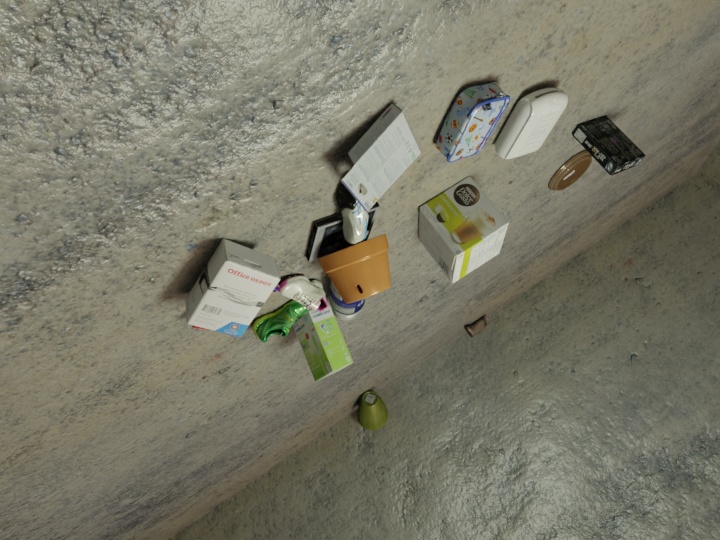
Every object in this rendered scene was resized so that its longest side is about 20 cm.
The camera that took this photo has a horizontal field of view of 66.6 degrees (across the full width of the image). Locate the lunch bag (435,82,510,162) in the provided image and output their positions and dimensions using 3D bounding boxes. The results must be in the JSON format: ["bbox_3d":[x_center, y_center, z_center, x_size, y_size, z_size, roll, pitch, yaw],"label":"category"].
[{"bbox_3d":[0.282,-0.368,1.360,0.158,0.076,0.201,-21,154,-34],"label":"lunch bag"}]

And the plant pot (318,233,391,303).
[{"bbox_3d":[0.000,0.000,1.495,0.196,0.143,0.200,-21,-179,1],"label":"plant pot"}]

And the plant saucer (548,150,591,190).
[{"bbox_3d":[0.809,-0.377,2.104,0.197,0.030,0.201,-28,156,-13],"label":"plant saucer"}]

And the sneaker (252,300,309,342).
[{"bbox_3d":[-0.226,0.155,1.653,0.197,0.084,0.075,-29,156,-16],"label":"sneaker"}]

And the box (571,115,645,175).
[{"bbox_3d":[0.826,-0.419,1.827,0.158,0.202,0.044,-21,155,-28],"label":"box"}]

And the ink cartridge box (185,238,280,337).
[{"bbox_3d":[-0.298,0.044,1.275,0.143,0.085,0.201,20,120,-35],"label":"ink cartridge box"}]

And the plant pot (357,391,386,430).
[{"bbox_3d":[0.061,0.783,3.143,0.185,0.188,0.202,-27,141,-15],"label":"plant pot"}]

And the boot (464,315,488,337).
[{"bbox_3d":[0.692,0.323,3.234,0.146,0.070,0.200,-42,158,1],"label":"boot"}]

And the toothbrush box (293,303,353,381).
[{"bbox_3d":[-0.123,0.232,1.753,0.085,0.204,0.145,-16,168,-34],"label":"toothbrush box"}]

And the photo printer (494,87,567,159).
[{"bbox_3d":[0.480,-0.417,1.535,0.164,0.070,0.201,-21,152,-28],"label":"photo printer"}]

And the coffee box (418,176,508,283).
[{"bbox_3d":[0.313,-0.124,1.700,0.196,0.201,0.201,-31,156,-9],"label":"coffee box"}]

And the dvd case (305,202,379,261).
[{"bbox_3d":[-0.048,-0.104,1.478,0.197,0.025,0.151,-21,154,-27],"label":"dvd case"}]

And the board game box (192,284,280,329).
[{"bbox_3d":[-0.326,0.077,1.421,0.199,0.047,0.151,-41,155,14],"label":"board game box"}]

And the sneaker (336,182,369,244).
[{"bbox_3d":[-0.013,-0.153,1.360,0.072,0.071,0.202,-39,147,-28],"label":"sneaker"}]

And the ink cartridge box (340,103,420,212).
[{"bbox_3d":[0.042,-0.252,1.261,0.200,0.043,0.196,-46,157,2],"label":"ink cartridge box"}]

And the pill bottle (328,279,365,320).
[{"bbox_3d":[-0.039,0.070,1.698,0.118,0.121,0.201,-25,155,-20],"label":"pill bottle"}]

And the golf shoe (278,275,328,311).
[{"bbox_3d":[-0.158,0.069,1.577,0.075,0.092,0.199,-41,155,20],"label":"golf shoe"}]
